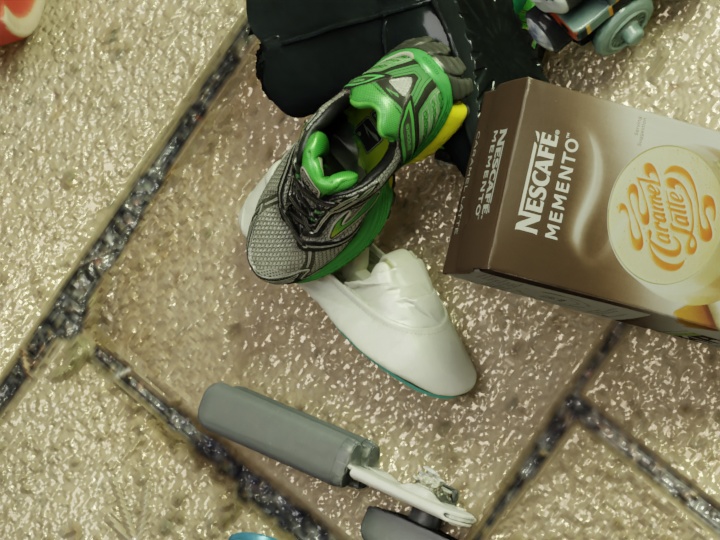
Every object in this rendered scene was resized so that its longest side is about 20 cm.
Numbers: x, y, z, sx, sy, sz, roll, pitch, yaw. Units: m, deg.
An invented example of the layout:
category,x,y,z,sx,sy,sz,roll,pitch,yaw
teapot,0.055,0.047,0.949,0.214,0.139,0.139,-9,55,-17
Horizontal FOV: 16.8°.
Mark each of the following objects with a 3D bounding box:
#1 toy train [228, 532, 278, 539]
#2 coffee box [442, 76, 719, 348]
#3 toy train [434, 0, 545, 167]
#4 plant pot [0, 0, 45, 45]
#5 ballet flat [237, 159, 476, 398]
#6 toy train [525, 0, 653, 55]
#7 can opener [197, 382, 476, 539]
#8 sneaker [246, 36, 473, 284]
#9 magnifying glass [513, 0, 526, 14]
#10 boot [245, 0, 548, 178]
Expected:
category,x,y,z,sx,sy,sz,roll,pitch,yaw
toy train,-0.010,0.229,1.490,0.199,0.085,0.116,4,69,24
coffee box,0.161,-0.028,1.398,0.199,0.080,0.115,14,85,-15
toy train,0.094,-0.157,1.530,0.056,0.042,0.201,17,88,15
plant pot,-0.316,-0.217,1.641,0.176,0.200,0.202,-4,79,11
ballet flat,0.000,0.000,1.521,0.200,0.069,0.070,41,98,26
toy train,0.176,-0.213,1.450,0.200,0.114,0.085,-39,67,-3
can opener,-0.016,0.128,1.519,0.199,0.053,0.067,26,92,25
sneaker,-0.020,-0.060,1.440,0.078,0.085,0.200,49,132,13
magnifying glass,0.036,-0.212,1.547,0.200,0.022,0.080,38,102,38
boot,0.022,-0.116,1.491,0.168,0.076,0.201,-13,99,42
